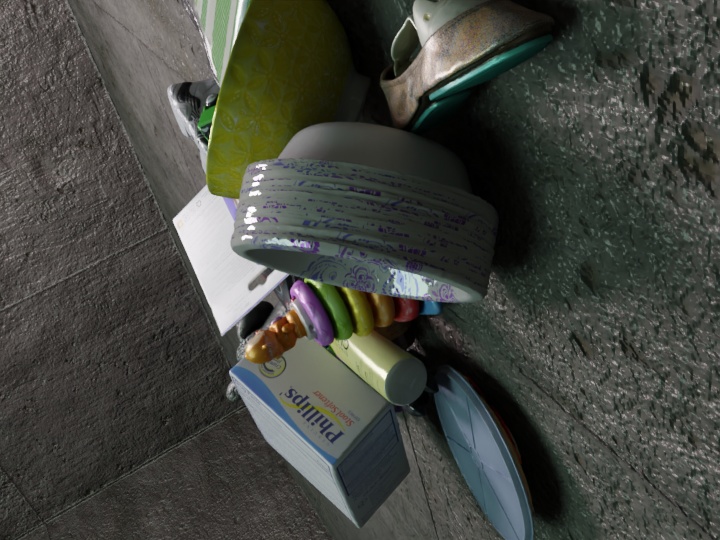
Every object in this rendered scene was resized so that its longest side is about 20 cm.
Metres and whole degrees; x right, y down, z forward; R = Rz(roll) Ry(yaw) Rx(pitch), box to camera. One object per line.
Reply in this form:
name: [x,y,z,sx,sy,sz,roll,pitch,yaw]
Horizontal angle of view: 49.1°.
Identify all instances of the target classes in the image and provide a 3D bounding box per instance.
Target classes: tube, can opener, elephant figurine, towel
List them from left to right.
towel: [-0.129,-0.275,0.739,0.153,0.023,0.202,111,146,-49]
elephant figurine: [-0.143,0.119,1.280,0.157,0.198,0.141,67,164,-17]
tube: [-0.001,0.086,0.855,0.200,0.051,0.059,30,101,58]
can opener: [0.055,0.122,0.890,0.078,0.064,0.200,21,175,-5]

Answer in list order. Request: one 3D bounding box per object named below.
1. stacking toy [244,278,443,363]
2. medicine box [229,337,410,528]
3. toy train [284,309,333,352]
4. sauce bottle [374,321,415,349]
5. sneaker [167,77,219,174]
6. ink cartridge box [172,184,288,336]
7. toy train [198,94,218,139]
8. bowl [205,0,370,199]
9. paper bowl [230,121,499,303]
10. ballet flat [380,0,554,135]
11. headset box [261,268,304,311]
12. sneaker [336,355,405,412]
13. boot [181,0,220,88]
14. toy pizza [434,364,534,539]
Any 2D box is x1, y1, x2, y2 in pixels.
stacking toy: [-0.029,0.034,0.784,0.111,0.198,0.116,62,165,-4]
medicine box: [-0.045,0.188,0.963,0.181,0.103,0.201,35,156,30]
toy train: [-0.024,0.120,1.101,0.200,0.056,0.042,45,-165,-5]
sauce bottle: [0.000,0.000,0.888,0.202,0.064,0.065,67,163,-14]
sneaker: [-0.159,-0.183,0.986,0.201,0.114,0.076,55,163,34]
ink cartridge box: [-0.151,-0.048,1.061,0.043,0.198,0.201,13,-137,-55]
toy train: [-0.103,-0.102,0.844,0.200,0.041,0.057,53,-152,-37]
bowl: [-0.052,-0.147,0.693,0.106,0.202,0.200,17,161,-3]
paper bowl: [0.006,-0.044,0.604,0.200,0.198,0.106,171,111,-73]
ballet flat: [0.052,-0.138,0.499,0.068,0.067,0.200,65,163,-2]
headset box: [-0.110,-0.032,1.158,0.201,0.077,0.150,53,162,33]
sneaker: [-0.005,0.111,1.042,0.202,0.088,0.080,64,165,-4]
boot: [-0.145,-0.284,0.881,0.201,0.069,0.132,55,157,7]
toy pizza: [0.133,0.189,0.822,0.200,0.031,0.202,158,91,-78]
